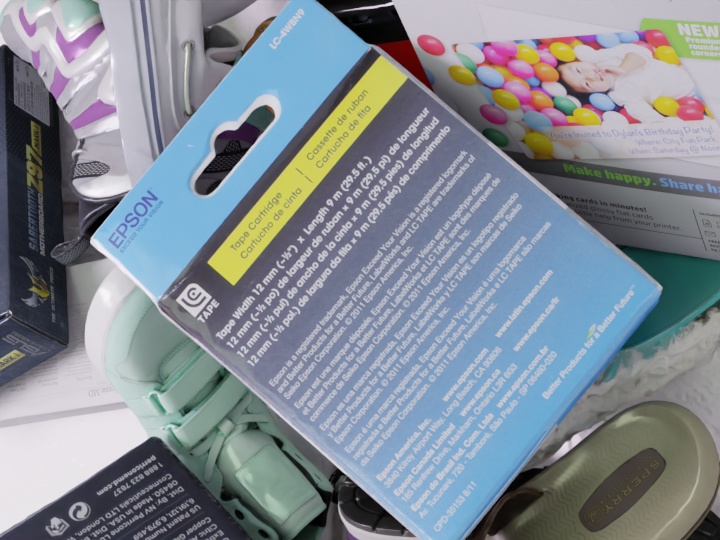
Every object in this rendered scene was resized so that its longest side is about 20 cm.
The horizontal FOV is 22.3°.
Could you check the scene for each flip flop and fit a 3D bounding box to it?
[{"bbox_3d":[0.072,0.132,0.781,0.200,0.058,0.081,-44,61,4],"label":"flip flop"}]

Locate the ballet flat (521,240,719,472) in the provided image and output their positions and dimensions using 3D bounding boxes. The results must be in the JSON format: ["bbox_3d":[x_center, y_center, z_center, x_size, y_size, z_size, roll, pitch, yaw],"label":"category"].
[{"bbox_3d":[0.102,0.043,0.837,0.199,0.072,0.072,-32,68,1],"label":"ballet flat"}]

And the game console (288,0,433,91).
[{"bbox_3d":[0.074,-0.124,0.903,0.198,0.119,0.174,-3,56,36],"label":"game console"}]

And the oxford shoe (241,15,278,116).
[{"bbox_3d":[-0.008,-0.047,0.861,0.200,0.071,0.072,50,158,31],"label":"oxford shoe"}]

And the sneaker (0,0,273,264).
[{"bbox_3d":[-0.148,-0.073,1.015,0.199,0.078,0.141,19,86,36],"label":"sneaker"}]

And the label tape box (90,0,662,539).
[{"bbox_3d":[0.007,0.002,0.778,0.200,0.066,0.144,40,87,10],"label":"label tape box"}]

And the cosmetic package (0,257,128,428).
[{"bbox_3d":[-0.190,0.048,1.077,0.199,0.050,0.084,-10,79,37],"label":"cosmetic package"}]

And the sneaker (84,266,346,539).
[{"bbox_3d":[-0.064,0.072,0.918,0.118,0.201,0.074,33,67,30],"label":"sneaker"}]

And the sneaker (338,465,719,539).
[{"bbox_3d":[0.089,0.145,0.867,0.198,0.076,0.088,9,127,26],"label":"sneaker"}]

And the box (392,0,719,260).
[{"bbox_3d":[0.102,-0.082,0.756,0.155,0.201,0.041,11,58,30],"label":"box"}]

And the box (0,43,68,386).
[{"bbox_3d":[-0.245,-0.013,1.070,0.157,0.051,0.202,-29,50,27],"label":"box"}]

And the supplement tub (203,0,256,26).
[{"bbox_3d":[-0.126,-0.239,0.977,0.200,0.144,0.145,45,114,29],"label":"supplement tub"}]

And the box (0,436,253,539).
[{"bbox_3d":[-0.084,0.228,0.899,0.200,0.117,0.198,41,148,30],"label":"box"}]

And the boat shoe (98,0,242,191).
[{"bbox_3d":[-0.089,-0.099,0.892,0.074,0.066,0.202,-107,8,-54],"label":"boat shoe"}]
